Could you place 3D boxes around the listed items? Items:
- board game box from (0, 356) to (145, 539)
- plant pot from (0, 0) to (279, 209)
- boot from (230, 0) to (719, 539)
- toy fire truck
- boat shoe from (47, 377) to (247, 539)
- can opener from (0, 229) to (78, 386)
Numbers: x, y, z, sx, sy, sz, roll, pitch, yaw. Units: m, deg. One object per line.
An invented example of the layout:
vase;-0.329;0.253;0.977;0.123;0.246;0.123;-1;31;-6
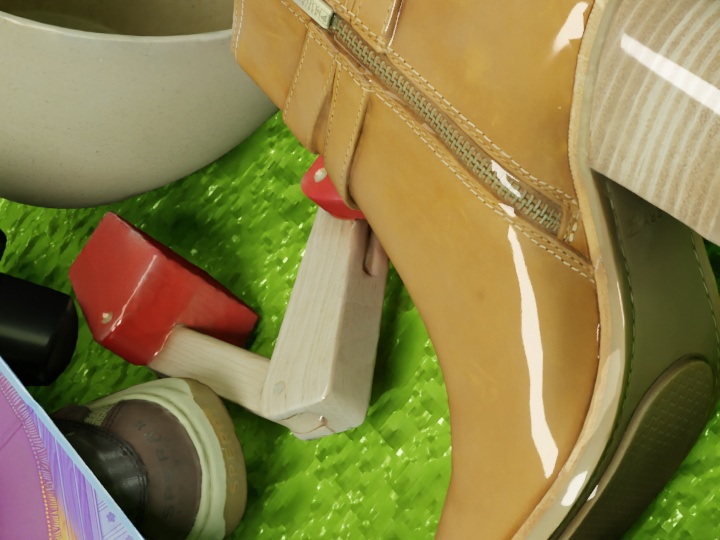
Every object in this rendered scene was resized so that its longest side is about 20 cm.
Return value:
board game box;-0.145;0.087;0.823;0.039;0.200;0.158;-27;-15;-50
plant pot;-0.097;-0.099;0.937;0.135;0.200;0.201;108;164;-45
boot;0.023;-0.014;0.711;0.155;0.074;0.200;34;117;23
toy fire truck;0.000;0.000;0.835;0.141;0.049;0.200;-53;36;3
boat shoe;-0.121;0.078;0.873;0.200;0.065;0.073;-27;75;42
can opener;-0.139;0.020;0.930;0.200;0.078;0.064;-135;66;-80
